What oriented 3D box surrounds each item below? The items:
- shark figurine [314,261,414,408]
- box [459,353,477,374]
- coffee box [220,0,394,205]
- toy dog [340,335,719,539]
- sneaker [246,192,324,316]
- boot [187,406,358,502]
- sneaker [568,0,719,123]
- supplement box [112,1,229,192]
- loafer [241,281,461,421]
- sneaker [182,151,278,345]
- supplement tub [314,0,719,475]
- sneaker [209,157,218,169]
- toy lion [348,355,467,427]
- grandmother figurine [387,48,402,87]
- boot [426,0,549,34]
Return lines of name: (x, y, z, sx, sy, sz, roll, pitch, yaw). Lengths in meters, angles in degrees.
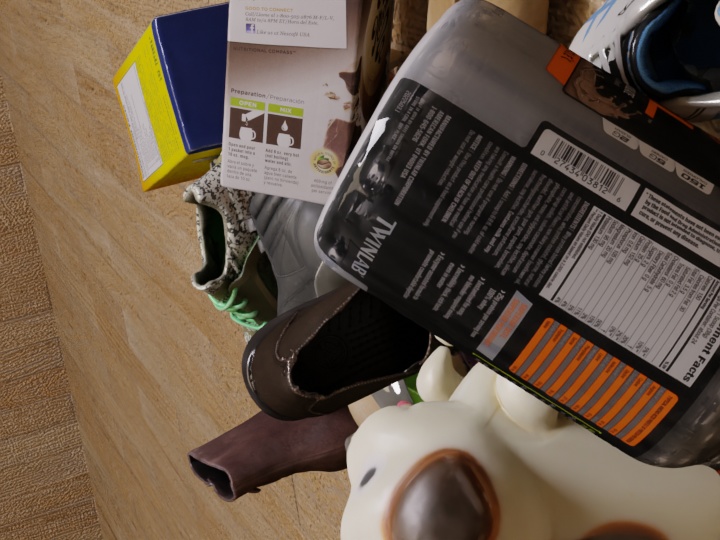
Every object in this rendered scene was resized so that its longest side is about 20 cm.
shark figurine: (0.016, -0.007, 0.783, 0.215, 0.089, 0.128, -51, 40, 12)
box: (0.054, 0.044, 0.921, 0.200, 0.039, 0.137, 105, 144, -55)
coffee box: (-0.026, -0.154, 0.821, 0.113, 0.079, 0.201, -63, -20, -62)
toy dog: (0.084, 0.096, 0.641, 0.140, 0.199, 0.195, 118, 134, -63)
sneaker: (-0.038, 0.006, 0.970, 0.099, 0.070, 0.201, 53, 146, 29)
boot: (-0.059, 0.111, 1.085, 0.200, 0.166, 0.073, 18, 124, 66)
sneaker: (0.126, -0.091, 0.581, 0.200, 0.072, 0.072, 167, 86, -72)
supplement box: (-0.127, -0.144, 1.171, 0.200, 0.109, 0.109, 163, 91, -70)
loafer: (0.035, 0.020, 0.727, 0.073, 0.200, 0.071, 58, 170, -10)
sneaker: (-0.089, 0.007, 1.011, 0.077, 0.088, 0.201, 10, 119, 42)
supplement tub: (0.093, -0.007, 0.545, 0.199, 0.123, 0.123, 32, 152, 3)
sneaker: (-0.059, -0.038, 1.109, 0.199, 0.079, 0.130, 164, 90, -70)
toy lion: (0.082, 0.161, 0.852, 0.191, 0.069, 0.201, 32, 142, 34)
grandmother figurine: (-0.003, -0.061, 0.977, 0.121, 0.060, 0.201, -121, 26, -58)
boot: (0.081, -0.159, 0.671, 0.176, 0.066, 0.201, -109, 17, -48)
